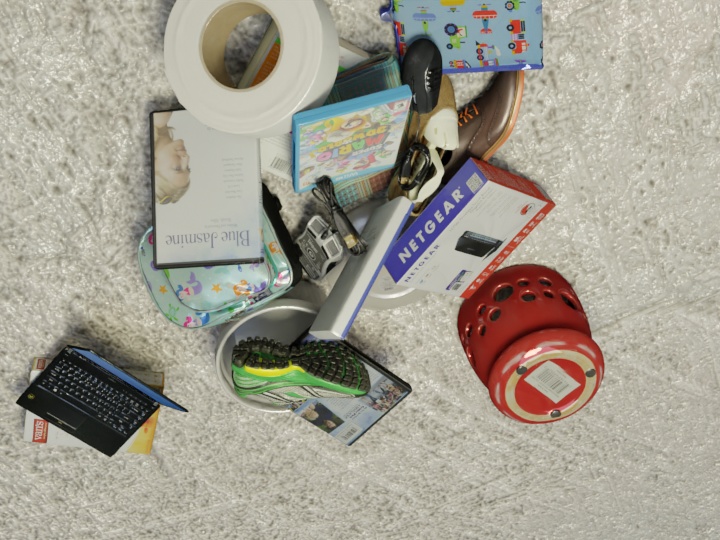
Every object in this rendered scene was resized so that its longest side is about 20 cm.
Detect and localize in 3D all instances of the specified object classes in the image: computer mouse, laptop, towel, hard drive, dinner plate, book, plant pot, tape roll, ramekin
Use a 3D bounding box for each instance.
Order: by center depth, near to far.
[{"bbox_3d":[-0.129,-0.258,1.077,0.201,0.071,0.204,1,94,15],"label":"tape roll"},{"bbox_3d":[0.068,-0.195,1.168,0.034,0.058,0.201,-25,128,-48],"label":"computer mouse"},{"bbox_3d":[-0.093,-0.221,1.190,0.133,0.048,0.200,22,118,-26],"label":"book"},{"bbox_3d":[0.005,-0.182,1.221,0.146,0.022,0.201,-24,134,-1],"label":"towel"},{"bbox_3d":[0.000,0.000,1.230,0.025,0.132,0.201,30,79,-11],"label":"hard drive"},{"bbox_3d":[-0.046,-0.046,1.267,0.044,0.200,0.110,-33,84,-24],"label":"computer mouse"},{"bbox_3d":[-0.380,0.199,1.340,0.177,0.103,0.200,39,106,-26],"label":"laptop"},{"bbox_3d":[0.043,-0.017,1.364,0.198,0.024,0.201,-4,125,-6],"label":"dinner plate"},{"bbox_3d":[-0.118,0.104,1.366,0.198,0.105,0.201,-5,125,-7],"label":"ramekin"},{"bbox_3d":[0.261,0.122,1.402,0.199,0.183,0.202,-4,126,-5],"label":"plant pot"}]

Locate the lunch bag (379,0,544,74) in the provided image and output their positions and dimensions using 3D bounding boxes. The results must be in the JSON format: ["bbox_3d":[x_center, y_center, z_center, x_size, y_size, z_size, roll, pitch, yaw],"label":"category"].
[{"bbox_3d":[0.122,-0.326,1.140,0.198,0.094,0.151,-6,127,7],"label":"lunch bag"}]

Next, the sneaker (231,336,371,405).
[{"bbox_3d":[-0.083,0.148,1.282,0.198,0.078,0.086,9,128,-4],"label":"sneaker"}]

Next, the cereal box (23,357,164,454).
[{"bbox_3d":[-0.416,0.214,1.426,0.198,0.040,0.145,8,120,-15],"label":"cereal box"}]

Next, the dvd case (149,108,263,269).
[{"bbox_3d":[-0.194,-0.105,1.145,0.141,0.018,0.202,-3,86,10],"label":"dvd case"}]

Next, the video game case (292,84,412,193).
[{"bbox_3d":[-0.015,-0.159,1.140,0.142,0.018,0.200,-17,164,-9],"label":"video game case"}]

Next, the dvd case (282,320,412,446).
[{"bbox_3d":[-0.039,0.171,1.351,0.200,0.018,0.143,37,110,-28],"label":"dvd case"}]

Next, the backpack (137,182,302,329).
[{"bbox_3d":[-0.198,-0.015,1.236,0.199,0.151,0.179,-24,90,13],"label":"backpack"}]

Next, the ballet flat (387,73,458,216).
[{"bbox_3d":[0.092,-0.158,1.217,0.067,0.072,0.201,-1,125,-36],"label":"ballet flat"}]

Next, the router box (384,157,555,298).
[{"bbox_3d":[0.153,-0.053,1.295,0.179,0.049,0.200,10,128,-48],"label":"router box"}]

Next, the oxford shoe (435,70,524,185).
[{"bbox_3d":[0.158,-0.195,1.236,0.072,0.071,0.201,16,120,-15],"label":"oxford shoe"}]
